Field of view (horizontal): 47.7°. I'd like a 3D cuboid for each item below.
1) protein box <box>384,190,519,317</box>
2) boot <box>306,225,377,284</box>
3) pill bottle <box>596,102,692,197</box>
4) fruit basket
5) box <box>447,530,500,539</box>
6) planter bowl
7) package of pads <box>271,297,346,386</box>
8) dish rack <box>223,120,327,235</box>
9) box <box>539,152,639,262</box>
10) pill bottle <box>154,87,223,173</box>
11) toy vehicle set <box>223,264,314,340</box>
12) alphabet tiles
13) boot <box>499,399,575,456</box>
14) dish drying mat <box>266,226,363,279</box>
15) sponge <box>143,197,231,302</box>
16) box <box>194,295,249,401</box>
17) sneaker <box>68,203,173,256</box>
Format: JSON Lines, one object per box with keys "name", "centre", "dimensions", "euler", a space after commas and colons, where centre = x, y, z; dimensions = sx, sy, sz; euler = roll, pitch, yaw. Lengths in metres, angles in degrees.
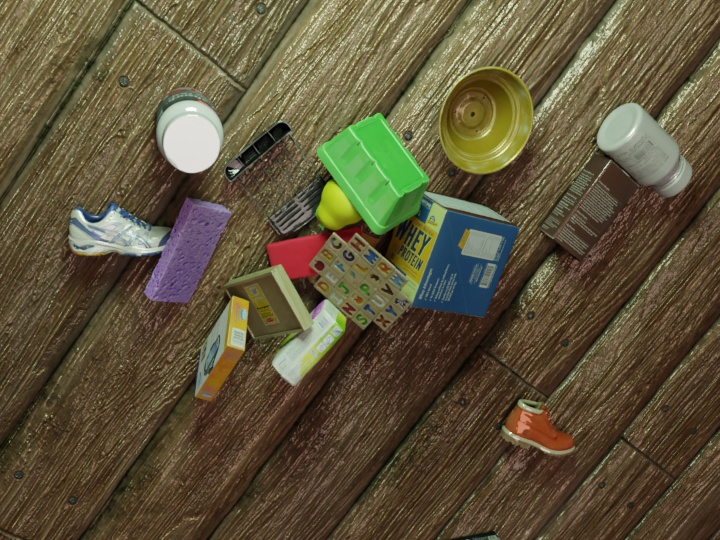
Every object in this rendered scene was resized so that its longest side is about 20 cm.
{"name": "protein box", "centre": [0.174, -0.034, 1.620], "dimensions": [0.196, 0.135, 0.203], "euler": [9, 109, -34]}
{"name": "boot", "centre": [-0.001, 0.000, 1.644], "dimensions": [0.199, 0.071, 0.145], "euler": [32, 100, -20]}
{"name": "pill bottle", "centre": [0.594, -0.244, 1.693], "dimensions": [0.198, 0.115, 0.115], "euler": [34, 99, -25]}
{"name": "fruit basket", "centre": [0.004, -0.158, 1.529], "dimensions": [0.154, 0.213, 0.221], "euler": [-30, 121, -38]}
{"name": "box", "centre": [0.246, 0.728, 2.015], "dimensions": [0.195, 0.040, 0.141], "euler": [-5, 111, -14]}
{"name": "planter bowl", "centre": [0.231, -0.297, 1.587], "dimensions": [0.195, 0.084, 0.206], "euler": [-5, 112, -13]}
{"name": "package of pads", "centre": [-0.098, 0.135, 1.598], "dimensions": [0.068, 0.200, 0.155], "euler": [43, 95, -3]}
{"name": "dish rack", "centre": [-0.149, -0.168, 1.546], "dimensions": [0.152, 0.055, 0.201], "euler": [-37, 116, 2]}
{"name": "box", "centre": [0.483, -0.134, 1.729], "dimensions": [0.099, 0.075, 0.201], "euler": [33, 101, -24]}
{"name": "pill bottle", "centre": [-0.293, -0.239, 1.396], "dimensions": [0.113, 0.200, 0.119], "euler": [-6, 113, -13]}
{"name": "toy vehicle set", "centre": [-0.178, 0.064, 1.544], "dimensions": [0.026, 0.198, 0.126], "euler": [-36, 103, -35]}
{"name": "alphabet tiles", "centre": [-0.001, 0.024, 1.558], "dimensions": [0.199, 0.006, 0.167], "euler": [41, 129, -3]}
{"name": "boot", "centre": [0.433, 0.367, 1.912], "dimensions": [0.196, 0.075, 0.110], "euler": [18, 100, -20]}
{"name": "dish drying mat", "centre": [-0.085, -0.032, 1.594], "dimensions": [0.195, 0.018, 0.079], "euler": [-10, 101, 14]}
{"name": "sponge", "centre": [-0.323, -0.034, 1.528], "dimensions": [0.111, 0.030, 0.203], "euler": [5, 116, -62]}
{"name": "box", "centre": [-0.271, 0.159, 1.572], "dimensions": [0.041, 0.121, 0.201], "euler": [17, 133, -20]}
{"name": "sneaker", "centre": [-0.432, -0.076, 1.491], "dimensions": [0.195, 0.075, 0.091], "euler": [-2, 108, -17]}
